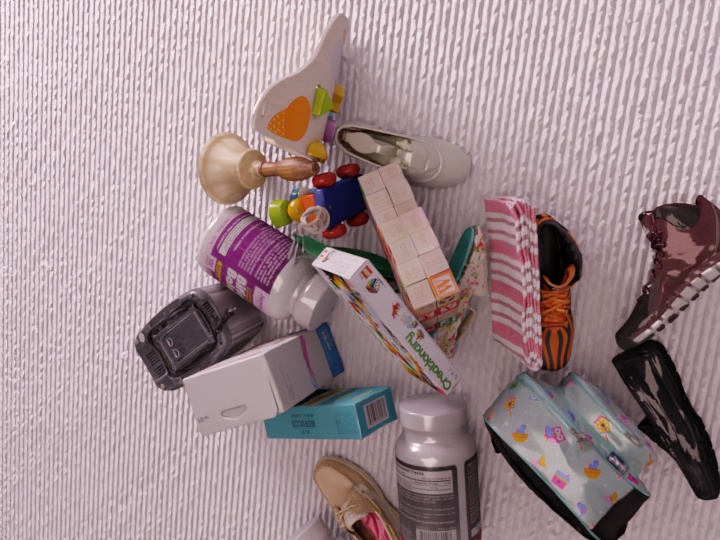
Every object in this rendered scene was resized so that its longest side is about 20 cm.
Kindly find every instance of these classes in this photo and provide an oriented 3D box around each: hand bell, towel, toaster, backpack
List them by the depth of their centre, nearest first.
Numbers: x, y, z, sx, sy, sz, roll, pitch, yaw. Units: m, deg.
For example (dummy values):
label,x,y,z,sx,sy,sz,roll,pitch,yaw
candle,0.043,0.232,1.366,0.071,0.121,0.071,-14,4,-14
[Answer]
label,x,y,z,sx,sy,sz,roll,pitch,yaw
backpack,0.252,0.210,0.892,0.199,0.176,0.155,37,94,12
towel,0.185,0.011,0.905,0.029,0.146,0.205,-5,98,-6
hand bell,-0.126,-0.138,0.996,0.198,0.103,0.107,9,103,43
toaster,-0.235,0.089,1.100,0.199,0.129,0.115,-37,85,24

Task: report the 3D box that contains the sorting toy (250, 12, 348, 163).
label,x,y,z,sx,sy,sz,roll,pitch,yaw
sorting toy,-0.062,-0.245,0.964,0.105,0.200,0.183,22,94,-7

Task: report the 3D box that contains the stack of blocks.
label,x,y,z,sx,sy,sz,roll,pitch,yaw
stack of blocks,0.060,-0.033,0.914,0.058,0.115,0.203,-21,68,-1

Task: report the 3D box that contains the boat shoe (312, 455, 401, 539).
label,x,y,z,sx,sy,sz,roll,pitch,yaw
boat shoe,0.001,0.360,1.077,0.199,0.069,0.074,40,111,12

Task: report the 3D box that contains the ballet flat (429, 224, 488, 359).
label,x,y,z,sx,sy,sz,roll,pitch,yaw
ballet flat,0.134,0.035,0.979,0.063,0.076,0.203,18,113,-13

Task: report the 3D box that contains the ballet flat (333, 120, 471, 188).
label,x,y,z,sx,sy,sz,roll,pitch,yaw
ballet flat,0.049,-0.156,0.976,0.197,0.069,0.071,20,106,18

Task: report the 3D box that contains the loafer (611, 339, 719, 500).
label,x,y,z,sx,sy,sz,roll,pitch,yaw
loafer,0.378,0.186,0.893,0.070,0.068,0.204,-28,82,32

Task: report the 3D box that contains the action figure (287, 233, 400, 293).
label,x,y,z,sx,sy,sz,roll,pitch,yaw
action figure,0.000,0.000,0.990,0.196,0.118,0.056,18,101,-16

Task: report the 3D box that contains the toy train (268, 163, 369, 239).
label,x,y,z,sx,sy,sz,roll,pitch,yaw
toy train,-0.077,-0.081,0.970,0.114,0.199,0.086,-5,104,29

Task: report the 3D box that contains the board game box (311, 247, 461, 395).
label,x,y,z,sx,sy,sz,roll,pitch,yaw
board game box,0.031,0.060,0.894,0.035,0.126,0.201,-44,112,-11

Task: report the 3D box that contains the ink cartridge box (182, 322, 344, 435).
label,x,y,z,sx,sy,sz,roll,pitch,yaw
ink cartridge box,-0.132,0.150,1.028,0.142,0.199,0.086,-20,91,24

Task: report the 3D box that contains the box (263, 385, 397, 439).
label,x,y,z,sx,sy,sz,roll,pitch,yaw
box,-0.048,0.204,1.035,0.198,0.082,0.050,-11,93,42

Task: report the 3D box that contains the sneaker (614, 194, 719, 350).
label,x,y,z,sx,sy,sz,roll,pitch,yaw
sneaker,0.358,-0.007,0.873,0.200,0.075,0.116,-46,75,12

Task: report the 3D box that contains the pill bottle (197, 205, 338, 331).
label,x,y,z,sx,sy,sz,roll,pitch,yaw
pill bottle,-0.130,0.000,1.051,0.198,0.112,0.114,31,109,16

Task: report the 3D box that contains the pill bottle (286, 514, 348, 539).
label,x,y,z,sx,sy,sz,roll,pitch,yaw
pill bottle,-0.035,0.478,1.088,0.111,0.111,0.201,-40,82,23

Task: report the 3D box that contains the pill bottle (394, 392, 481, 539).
label,x,y,z,sx,sy,sz,roll,pitch,yaw
pill bottle,0.106,0.280,0.995,0.113,0.116,0.205,-1,98,23

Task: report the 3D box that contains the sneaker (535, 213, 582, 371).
label,x,y,z,sx,sy,sz,roll,pitch,yaw
sneaker,0.232,0.034,0.895,0.076,0.112,0.205,-10,96,2
